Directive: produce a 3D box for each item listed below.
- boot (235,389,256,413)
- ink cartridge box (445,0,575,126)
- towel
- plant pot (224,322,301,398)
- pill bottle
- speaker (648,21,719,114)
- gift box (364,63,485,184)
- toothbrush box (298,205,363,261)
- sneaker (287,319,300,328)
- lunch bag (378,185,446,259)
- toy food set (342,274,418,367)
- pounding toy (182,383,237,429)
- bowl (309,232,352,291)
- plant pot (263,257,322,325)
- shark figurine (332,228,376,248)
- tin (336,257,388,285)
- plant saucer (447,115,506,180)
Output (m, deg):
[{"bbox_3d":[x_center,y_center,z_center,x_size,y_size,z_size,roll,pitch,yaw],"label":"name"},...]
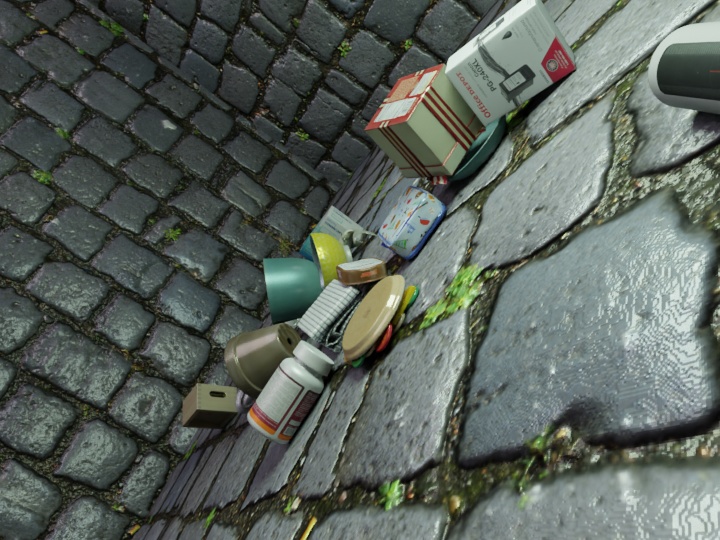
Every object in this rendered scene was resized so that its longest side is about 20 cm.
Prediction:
[{"bbox_3d":[-0.334,0.361,1.663,0.096,0.073,0.201,-52,9,51],"label":"boot"},{"bbox_3d":[0.283,-0.396,0.985,0.199,0.145,0.084,-29,28,37],"label":"ink cartridge box"},{"bbox_3d":[-0.062,0.107,1.253,0.166,0.086,0.200,-50,15,-10],"label":"towel"},{"bbox_3d":[-0.267,0.247,1.503,0.173,0.200,0.200,-31,20,21],"label":"plant pot"},{"bbox_3d":[-0.148,0.261,1.110,0.201,0.109,0.110,-56,12,-4],"label":"pill bottle"},{"bbox_3d":[0.334,-0.172,0.437,0.081,0.081,0.200,-51,13,19],"label":"speaker"},{"bbox_3d":[0.151,-0.301,1.107,0.185,0.186,0.200,-55,31,-8],"label":"gift box"},{"bbox_3d":[-0.105,-0.107,1.849,0.200,0.146,0.086,-47,15,29],"label":"toothbrush box"},{"bbox_3d":[-0.246,0.150,1.878,0.201,0.080,0.070,-58,14,-2],"label":"sneaker"},{"bbox_3d":[0.111,-0.108,1.170,0.161,0.075,0.200,-56,12,7],"label":"lunch bag"},{"bbox_3d":[0.030,0.097,0.997,0.201,0.048,0.198,-58,12,-14],"label":"toy food set"},{"bbox_3d":[-0.553,0.503,1.935,0.184,0.199,0.143,-46,43,37],"label":"pounding toy"},{"bbox_3d":[-0.082,-0.027,1.578,0.107,0.202,0.200,-14,7,-10],"label":"bowl"},{"bbox_3d":[-0.200,0.053,1.547,0.201,0.159,0.203,171,90,-82],"label":"plant pot"},{"bbox_3d":[-0.025,-0.094,1.679,0.215,0.089,0.129,-54,42,48],"label":"shark figurine"},{"bbox_3d":[0.000,0.000,1.243,0.111,0.042,0.200,-16,9,-9],"label":"tin"},{"bbox_3d":[0.255,-0.271,1.124,0.200,0.036,0.200,-52,13,17],"label":"plant saucer"}]
